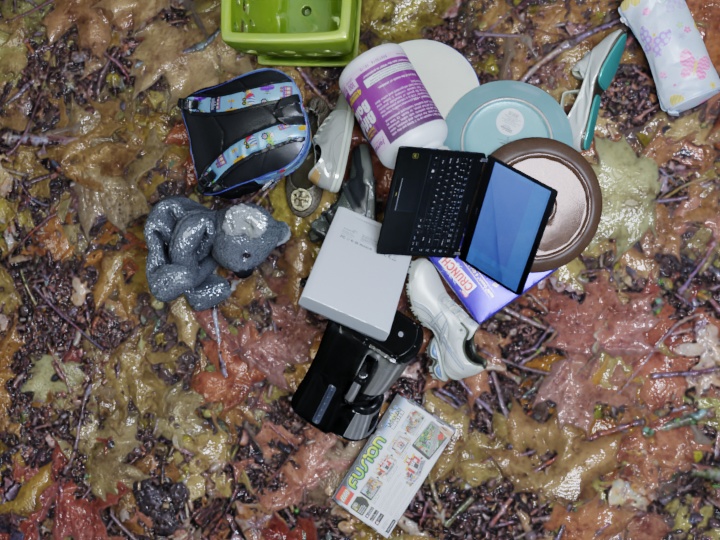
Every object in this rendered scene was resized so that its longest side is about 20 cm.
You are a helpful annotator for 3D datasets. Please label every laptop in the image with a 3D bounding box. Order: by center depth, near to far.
[{"bbox_3d":[0.141,-0.066,1.086,0.200,0.103,0.177,3,124,-13],"label":"laptop"}]

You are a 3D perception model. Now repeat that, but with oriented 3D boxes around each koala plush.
[{"bbox_3d":[-0.218,-0.050,1.226,0.200,0.177,0.184,-14,78,14],"label":"koala plush"}]

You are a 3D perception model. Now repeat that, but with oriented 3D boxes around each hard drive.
[{"bbox_3d":[0.000,0.000,1.135,0.132,0.200,0.027,23,135,-4],"label":"hard drive"}]

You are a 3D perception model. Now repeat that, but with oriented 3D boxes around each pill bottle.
[{"bbox_3d":[0.059,-0.221,1.144,0.112,0.112,0.200,-30,82,6],"label":"pill bottle"}]

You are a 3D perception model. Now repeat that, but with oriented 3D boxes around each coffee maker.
[{"bbox_3d":[-0.024,0.132,1.177,0.192,0.135,0.200,47,129,26],"label":"coffee maker"}]

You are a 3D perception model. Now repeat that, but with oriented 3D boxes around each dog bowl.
[{"bbox_3d":[0.095,-0.259,1.237,0.200,0.079,0.201,-1,87,9],"label":"dog bowl"}]

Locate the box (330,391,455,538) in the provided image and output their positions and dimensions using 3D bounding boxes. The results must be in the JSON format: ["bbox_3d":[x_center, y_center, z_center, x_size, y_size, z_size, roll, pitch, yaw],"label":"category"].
[{"bbox_3d":[0.053,0.306,1.231,0.110,0.035,0.200,33,92,10],"label":"box"}]

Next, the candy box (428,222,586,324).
[{"bbox_3d":[0.214,-0.041,1.206,0.200,0.077,0.169,-36,83,4],"label":"candy box"}]

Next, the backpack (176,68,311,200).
[{"bbox_3d":[-0.166,-0.218,1.235,0.200,0.135,0.183,-17,82,17],"label":"backpack"}]

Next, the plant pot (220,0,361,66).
[{"bbox_3d":[-0.094,-0.426,1.226,0.199,0.181,0.200,3,87,10],"label":"plant pot"}]

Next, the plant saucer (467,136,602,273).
[{"bbox_3d":[0.255,-0.093,1.132,0.200,0.034,0.201,1,99,4],"label":"plant saucer"}]

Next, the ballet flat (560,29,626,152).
[{"bbox_3d":[0.351,-0.284,1.211,0.069,0.069,0.200,19,90,10],"label":"ballet flat"}]

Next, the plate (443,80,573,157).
[{"bbox_3d":[0.218,-0.189,1.163,0.200,0.026,0.201,0,87,7],"label":"plate"}]

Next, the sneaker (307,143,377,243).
[{"bbox_3d":[-0.029,-0.104,1.249,0.114,0.076,0.200,2,92,3],"label":"sneaker"}]

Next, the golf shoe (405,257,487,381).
[{"bbox_3d":[0.138,0.070,1.189,0.097,0.078,0.200,-11,103,40],"label":"golf shoe"}]

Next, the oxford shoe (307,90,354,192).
[{"bbox_3d":[-0.045,-0.214,1.230,0.058,0.075,0.200,13,62,-7],"label":"oxford shoe"}]

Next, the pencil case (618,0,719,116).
[{"bbox_3d":[0.469,-0.339,1.181,0.091,0.083,0.200,-23,84,5],"label":"pencil case"}]

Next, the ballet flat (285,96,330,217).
[{"bbox_3d":[-0.086,-0.188,1.278,0.067,0.046,0.200,10,88,10],"label":"ballet flat"}]
